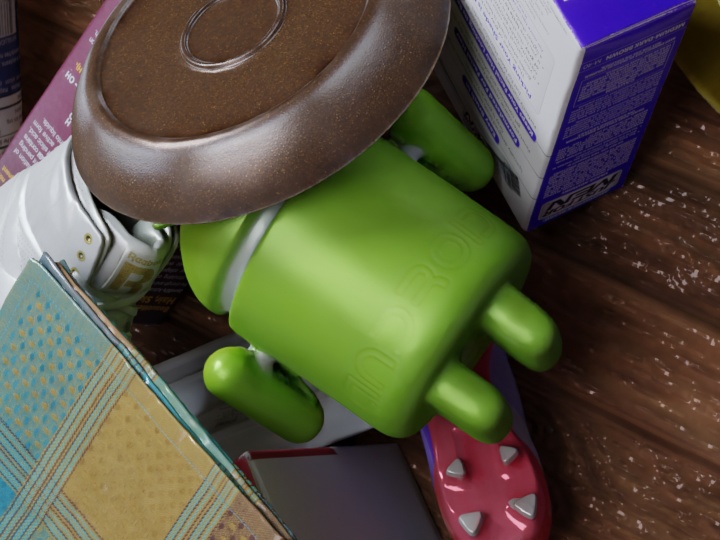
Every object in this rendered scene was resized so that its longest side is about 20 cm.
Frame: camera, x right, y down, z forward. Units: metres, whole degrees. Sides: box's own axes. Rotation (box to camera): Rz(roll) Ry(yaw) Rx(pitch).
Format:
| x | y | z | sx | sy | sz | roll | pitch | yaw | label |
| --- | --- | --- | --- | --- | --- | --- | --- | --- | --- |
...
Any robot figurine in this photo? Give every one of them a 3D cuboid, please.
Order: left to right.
| x | y | z | sx | sy | sz | roll | pitch | yaw | label |
| --- | --- | --- | --- | --- | --- | --- | --- | --- | --- |
| 0.000 | 0.000 | 1.175 | 0.200 | 0.116 | 0.176 | 34 | 88 | 11 | robot figurine |

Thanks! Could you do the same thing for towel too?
| x | y | z | sx | sy | sz | roll | pitch | yaw | label |
| --- | --- | --- | --- | --- | --- | --- | --- | --- | --- |
| -0.128 | 0.110 | 1.160 | 0.200 | 0.022 | 0.147 | 46 | 110 | 27 | towel |

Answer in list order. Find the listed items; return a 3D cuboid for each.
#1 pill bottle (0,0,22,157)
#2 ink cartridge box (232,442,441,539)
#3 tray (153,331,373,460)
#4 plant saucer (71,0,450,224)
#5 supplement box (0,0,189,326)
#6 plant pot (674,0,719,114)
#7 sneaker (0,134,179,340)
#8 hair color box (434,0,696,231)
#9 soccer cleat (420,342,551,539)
| x | y | z | sx | sy | sz | roll | pitch | yaw | label |
| --- | --- | --- | --- | --- | --- | --- | --- | --- | --- |
| -0.248 | -0.085 | 1.411 | 0.111 | 0.111 | 0.201 | 8 | 106 | 33 | pill bottle |
| -0.074 | 0.172 | 1.282 | 0.200 | 0.147 | 0.083 | -34 | 71 | 27 | ink cartridge box |
| -0.064 | 0.064 | 1.316 | 0.199 | 0.022 | 0.108 | -23 | 41 | 30 | tray |
| -0.055 | -0.107 | 1.170 | 0.199 | 0.032 | 0.201 | -17 | 44 | 17 | plant saucer |
| -0.111 | -0.070 | 1.331 | 0.086 | 0.110 | 0.200 | 48 | 113 | 25 | supplement box |
| 0.186 | -0.187 | 1.111 | 0.142 | 0.200 | 0.201 | -28 | 72 | -1 | plant pot |
| -0.136 | 0.030 | 1.218 | 0.115 | 0.073 | 0.201 | -35 | 64 | 42 | sneaker |
| 0.089 | -0.112 | 1.157 | 0.065 | 0.200 | 0.110 | -23 | 72 | -14 | hair color box |
| 0.053 | 0.060 | 1.255 | 0.066 | 0.077 | 0.201 | -14 | 64 | 0 | soccer cleat |
